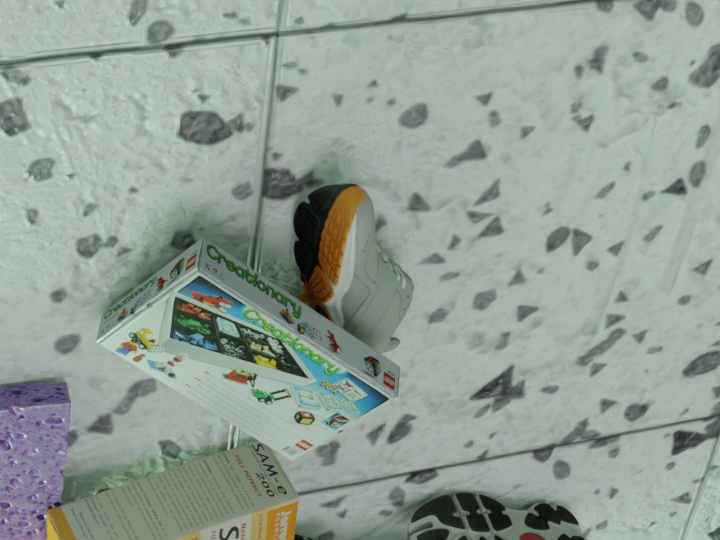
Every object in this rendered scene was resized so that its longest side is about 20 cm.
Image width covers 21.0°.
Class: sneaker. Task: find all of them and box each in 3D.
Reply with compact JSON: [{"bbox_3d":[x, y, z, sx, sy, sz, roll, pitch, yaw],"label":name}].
[{"bbox_3d":[0.122,0.264,1.804,0.199,0.081,0.084,12,132,-35],"label":"sneaker"},{"bbox_3d":[0.000,0.000,1.496,0.091,0.076,0.201,-17,145,-20],"label":"sneaker"}]

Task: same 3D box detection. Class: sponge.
[{"bbox_3d":[-0.291,0.172,1.544,0.110,0.030,0.201,-7,134,-20],"label":"sponge"}]

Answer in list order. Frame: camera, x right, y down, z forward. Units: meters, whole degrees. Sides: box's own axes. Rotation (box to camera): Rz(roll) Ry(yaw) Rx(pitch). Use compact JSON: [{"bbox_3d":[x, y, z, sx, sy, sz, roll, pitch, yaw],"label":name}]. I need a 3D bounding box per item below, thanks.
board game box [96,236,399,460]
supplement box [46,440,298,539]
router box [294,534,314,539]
[{"bbox_3d":[-0.084,0.064,1.473,0.199,0.035,0.126,35,132,-28],"label":"board game box"},{"bbox_3d":[-0.156,0.233,1.618,0.198,0.074,0.127,-17,139,-23],"label":"supplement box"},{"bbox_3d":[-0.076,0.355,1.739,0.062,0.150,0.201,16,134,10],"label":"router box"}]
